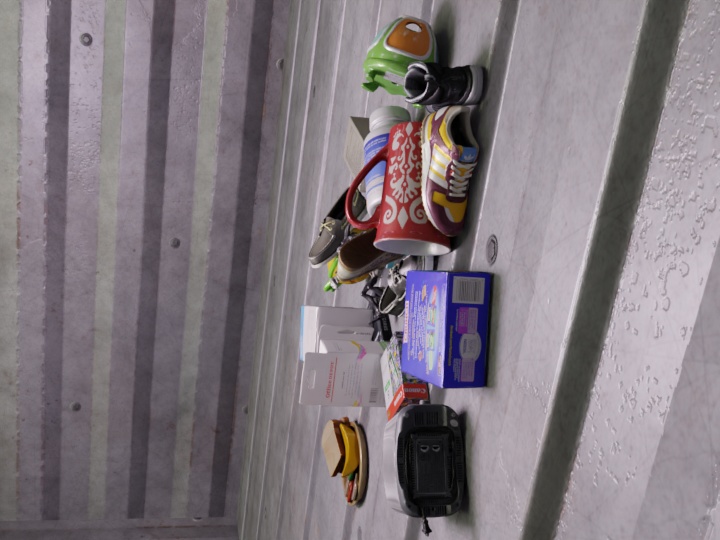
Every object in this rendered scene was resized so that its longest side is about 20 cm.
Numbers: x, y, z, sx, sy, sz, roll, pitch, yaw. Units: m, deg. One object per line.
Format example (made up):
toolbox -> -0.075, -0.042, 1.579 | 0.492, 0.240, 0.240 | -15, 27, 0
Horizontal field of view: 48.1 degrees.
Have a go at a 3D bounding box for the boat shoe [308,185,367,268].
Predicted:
boat shoe -> -0.054, -0.093, 1.702 | 0.071, 0.061, 0.203 | 6, 51, 45

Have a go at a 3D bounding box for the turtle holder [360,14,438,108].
turtle holder -> 0.085, -0.381, 1.482 | 0.185, 0.139, 0.134 | 21, -93, -65

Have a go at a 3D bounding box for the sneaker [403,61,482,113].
sneaker -> 0.118, -0.298, 1.324 | 0.200, 0.112, 0.077 | -178, 92, -75

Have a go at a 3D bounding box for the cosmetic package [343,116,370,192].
cosmetic package -> 0.019, -0.257, 1.780 | 0.201, 0.070, 0.107 | -110, 27, -57

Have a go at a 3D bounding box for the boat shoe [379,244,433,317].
boat shoe -> 0.083, 0.021, 1.485 | 0.201, 0.062, 0.072 | 111, 158, -47

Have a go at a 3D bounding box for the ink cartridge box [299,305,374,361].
ink cartridge box -> -0.053, 0.143, 1.763 | 0.200, 0.126, 0.128 | 176, 97, -76

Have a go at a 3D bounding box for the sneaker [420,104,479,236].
sneaker -> 0.145, -0.157, 1.269 | 0.090, 0.074, 0.204 | -6, 91, 57

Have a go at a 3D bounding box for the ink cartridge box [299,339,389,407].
ink cartridge box -> -0.025, 0.203, 1.594 | 0.067, 0.196, 0.119 | -127, 43, -68

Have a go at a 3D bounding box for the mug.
mug -> 0.077, -0.140, 1.353 | 0.133, 0.175, 0.204 | -10, 72, 60

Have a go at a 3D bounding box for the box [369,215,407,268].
box -> 0.063, -0.095, 1.617 | 0.201, 0.048, 0.083 | -105, 24, -51

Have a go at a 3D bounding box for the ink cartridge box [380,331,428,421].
ink cartridge box -> 0.081, 0.225, 1.471 | 0.110, 0.049, 0.203 | 113, 157, -52

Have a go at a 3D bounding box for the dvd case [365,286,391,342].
dvd case -> 0.024, 0.159, 1.760 | 0.202, 0.024, 0.152 | 107, 160, -44

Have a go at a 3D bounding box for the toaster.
toaster -> 0.097, 0.312, 1.283 | 0.129, 0.111, 0.204 | 128, 140, -72

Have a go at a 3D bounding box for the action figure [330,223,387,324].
action figure -> 0.000, 0.000, 1.619 | 0.202, 0.101, 0.119 | 61, 148, 11

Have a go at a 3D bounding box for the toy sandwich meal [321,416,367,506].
toy sandwich meal -> -0.039, 0.434, 1.850 | 0.205, 0.069, 0.210 | -177, 90, -75

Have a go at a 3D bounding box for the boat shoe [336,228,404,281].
boat shoe -> 0.036, -0.045, 1.447 | 0.074, 0.198, 0.063 | 53, 150, 20

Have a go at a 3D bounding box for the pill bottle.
pill bottle -> 0.062, -0.203, 1.524 | 0.112, 0.110, 0.204 | 126, 145, -64

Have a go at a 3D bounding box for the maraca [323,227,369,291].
maraca -> -0.020, -0.020, 1.780 | 0.108, 0.136, 0.201 | 52, 145, 18

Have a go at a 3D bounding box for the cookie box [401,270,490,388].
cookie box -> 0.129, 0.085, 1.269 | 0.200, 0.074, 0.175 | -175, 88, -75
